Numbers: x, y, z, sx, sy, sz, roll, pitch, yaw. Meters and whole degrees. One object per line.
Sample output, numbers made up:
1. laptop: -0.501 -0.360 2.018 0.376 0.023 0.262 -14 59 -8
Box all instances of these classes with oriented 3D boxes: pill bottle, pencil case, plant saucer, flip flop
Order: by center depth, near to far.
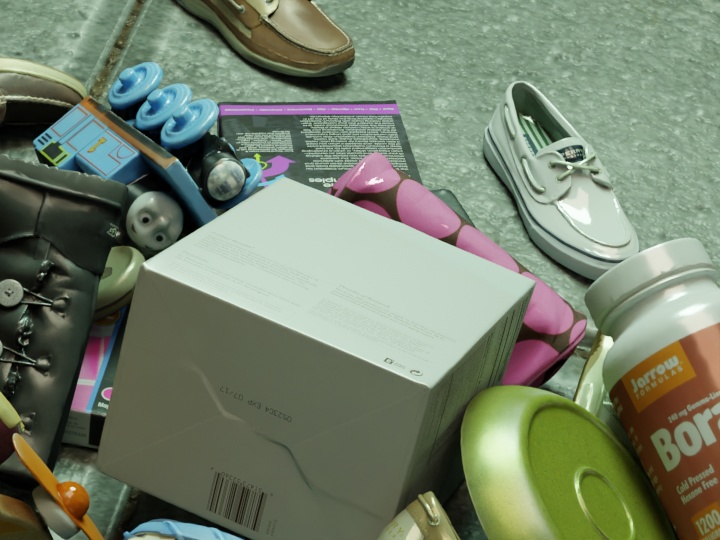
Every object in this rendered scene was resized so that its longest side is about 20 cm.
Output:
1. plant saucer: 0.138 0.150 1.266 0.200 0.031 0.200 38 30 -27
2. pill bottle: 0.220 0.086 1.315 0.112 0.112 0.200 -14 68 -28
3. flip flop: -0.241 0.014 1.391 0.199 0.058 0.081 -14 37 8
4. pencil case: 0.054 0.011 1.427 0.200 0.094 0.091 37 -3 -2

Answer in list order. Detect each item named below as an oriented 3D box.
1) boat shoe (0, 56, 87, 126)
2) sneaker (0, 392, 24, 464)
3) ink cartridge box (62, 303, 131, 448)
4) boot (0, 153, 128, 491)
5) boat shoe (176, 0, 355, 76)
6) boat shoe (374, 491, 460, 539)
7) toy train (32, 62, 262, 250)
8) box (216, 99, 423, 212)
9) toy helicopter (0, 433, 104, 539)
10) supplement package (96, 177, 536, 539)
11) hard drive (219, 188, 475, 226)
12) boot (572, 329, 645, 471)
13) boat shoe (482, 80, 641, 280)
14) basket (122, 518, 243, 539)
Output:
1. boat shoe: -0.304 -0.118 1.582 0.199 0.072 0.072 4 67 -25
2. sneaker: -0.280 0.112 1.226 0.200 0.075 0.090 -14 29 42
3. ink cartridge box: -0.164 0.044 1.423 0.094 0.037 0.200 10 36 1
4. boot: -0.246 0.027 1.330 0.164 0.201 0.066 12 -8 18
5. boat shoe: -0.084 -0.228 1.755 0.200 0.072 0.076 33 43 27
6. boat shoe: 0.086 0.215 1.180 0.201 0.063 0.073 45 1 6
7. toy train: -0.149 -0.073 1.474 0.114 0.087 0.200 -41 32 -8
8. box: -0.033 -0.077 1.563 0.142 0.036 0.200 -1 24 -6
9. toy helicopter: -0.207 0.134 1.161 0.132 0.200 0.079 -15 51 -15
10. supplement package: -0.024 0.064 1.302 0.191 0.148 0.200 23 25 15
11. hard drive: 0.000 0.000 1.516 0.199 0.033 0.140 -8 41 -21
12. boot: 0.232 0.080 1.437 0.154 0.072 0.200 17 45 11
13. boat shoe: 0.152 -0.072 1.615 0.073 0.067 0.200 -14 44 -27
14. basket: -0.074 0.209 1.152 0.176 0.140 0.200 20 24 12
